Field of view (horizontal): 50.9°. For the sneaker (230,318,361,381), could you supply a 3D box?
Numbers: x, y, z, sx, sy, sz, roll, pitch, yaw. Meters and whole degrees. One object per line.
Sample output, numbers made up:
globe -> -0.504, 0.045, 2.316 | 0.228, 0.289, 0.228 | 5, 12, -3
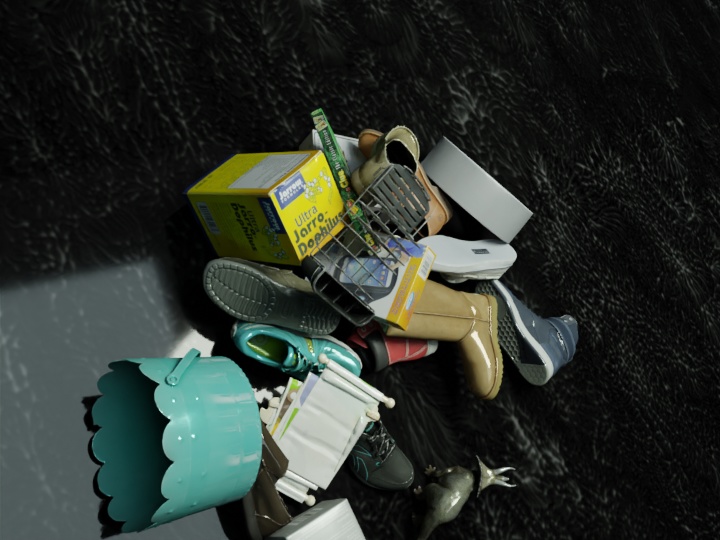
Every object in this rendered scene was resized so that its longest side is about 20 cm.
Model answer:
sneaker -> -0.090, 0.123, 1.059 | 0.197, 0.080, 0.079 | 20, 99, -16

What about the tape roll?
tape roll -> 0.193, -0.135, 1.263 | 0.199, 0.201, 0.066 | 39, 102, -10

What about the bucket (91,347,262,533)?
bucket -> -0.219, 0.195, 0.897 | 0.133, 0.206, 0.211 | -1, 71, -42

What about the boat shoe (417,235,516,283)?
boat shoe -> 0.160, -0.009, 1.220 | 0.197, 0.070, 0.071 | -3, 45, -34

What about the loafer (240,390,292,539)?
loafer -> -0.129, 0.244, 0.981 | 0.070, 0.073, 0.204 | -10, 99, -10

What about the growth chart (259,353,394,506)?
growth chart -> -0.067, 0.214, 1.021 | 0.144, 0.018, 0.201 | 38, 89, -6

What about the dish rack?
dish rack -> 0.020, -0.037, 0.999 | 0.200, 0.153, 0.054 | -48, 55, 0

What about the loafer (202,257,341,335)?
loafer -> -0.124, 0.034, 1.051 | 0.197, 0.070, 0.076 | 22, 105, -13

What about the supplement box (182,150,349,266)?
supplement box -> -0.131, -0.088, 1.038 | 0.109, 0.198, 0.111 | -44, 124, -33

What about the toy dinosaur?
toy dinosaur -> 0.124, 0.328, 1.100 | 0.198, 0.102, 0.078 | -26, 85, -35

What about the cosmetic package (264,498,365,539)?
cosmetic package -> -0.031, 0.416, 0.989 | 0.106, 0.090, 0.203 | -20, 85, -34

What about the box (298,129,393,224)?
box -> 0.001, -0.147, 1.235 | 0.197, 0.060, 0.119 | 6, 69, -27

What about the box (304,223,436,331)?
box -> 0.000, 0.000, 1.105 | 0.041, 0.197, 0.121 | 41, 70, -58

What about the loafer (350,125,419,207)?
loafer -> 0.051, -0.153, 1.076 | 0.077, 0.067, 0.201 | 54, 34, -17

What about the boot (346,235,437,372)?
boot -> 0.030, 0.048, 1.174 | 0.142, 0.072, 0.203 | -12, 81, -31

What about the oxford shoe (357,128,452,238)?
oxford shoe -> 0.061, -0.136, 1.188 | 0.200, 0.071, 0.071 | 47, 60, -8

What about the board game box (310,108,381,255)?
board game box -> -0.021, -0.128, 1.088 | 0.023, 0.105, 0.202 | -24, 57, 6

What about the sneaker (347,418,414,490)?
sneaker -> 0.006, 0.243, 1.079 | 0.200, 0.079, 0.076 | 42, 57, -11

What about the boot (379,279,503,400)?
boot -> 0.117, 0.100, 1.146 | 0.197, 0.066, 0.178 | 11, 66, -29

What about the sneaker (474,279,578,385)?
sneaker -> 0.290, 0.085, 1.308 | 0.145, 0.077, 0.204 | -21, 75, -42
